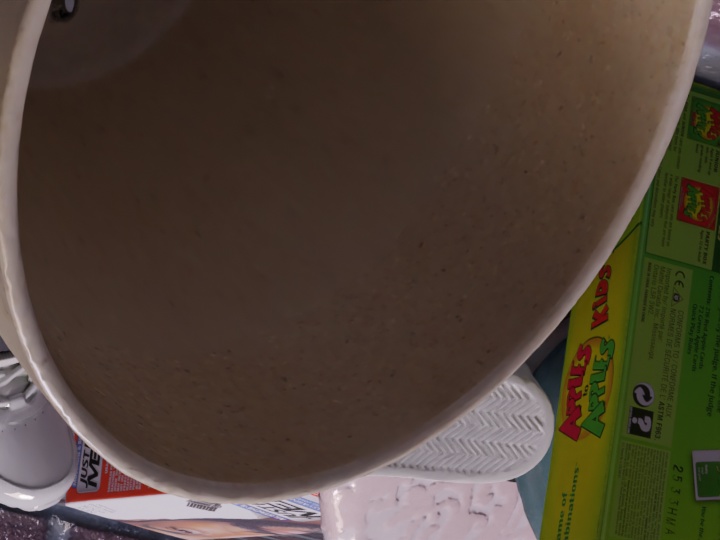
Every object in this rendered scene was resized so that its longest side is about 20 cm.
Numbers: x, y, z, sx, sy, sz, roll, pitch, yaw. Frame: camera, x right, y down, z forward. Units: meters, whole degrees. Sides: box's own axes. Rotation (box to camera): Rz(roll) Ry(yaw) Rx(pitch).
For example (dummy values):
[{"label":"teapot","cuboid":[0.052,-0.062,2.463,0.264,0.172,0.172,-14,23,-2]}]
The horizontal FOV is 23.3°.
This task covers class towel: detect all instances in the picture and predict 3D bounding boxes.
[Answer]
[{"label":"towel","cuboid":[0.061,0.112,0.935,0.190,0.032,0.201,-23,134,-22]}]

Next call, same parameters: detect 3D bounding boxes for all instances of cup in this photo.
[{"label":"cup","cuboid":[-0.034,-0.068,0.413,0.143,0.201,0.200,33,-177,39]}]

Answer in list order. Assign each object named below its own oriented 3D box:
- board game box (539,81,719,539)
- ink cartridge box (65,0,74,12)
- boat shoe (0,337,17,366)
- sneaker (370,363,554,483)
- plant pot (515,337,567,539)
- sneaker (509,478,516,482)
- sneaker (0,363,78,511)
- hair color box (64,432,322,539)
[{"label":"board game box","cuboid":[0.128,0.039,0.640,0.101,0.202,0.048,14,166,-19]},{"label":"ink cartridge box","cuboid":[-0.045,-0.054,0.608,0.199,0.067,0.116,16,147,-25]},{"label":"boat shoe","cuboid":[-0.109,-0.016,0.732,0.199,0.074,0.060,-17,169,-29]},{"label":"sneaker","cuboid":[-0.022,0.040,0.772,0.198,0.074,0.116,9,-161,-9]},{"label":"plant pot","cuboid":[0.186,0.068,0.793,0.199,0.201,0.134,13,139,-14]},{"label":"sneaker","cuboid":[0.134,0.073,0.899,0.199,0.087,0.075,9,175,-34]},{"label":"sneaker","cuboid":[-0.199,0.028,0.890,0.078,0.201,0.099,-27,178,-33]},{"label":"hair color box","cuboid":[-0.061,0.111,1.002,0.199,0.064,0.111,-10,156,40]}]
